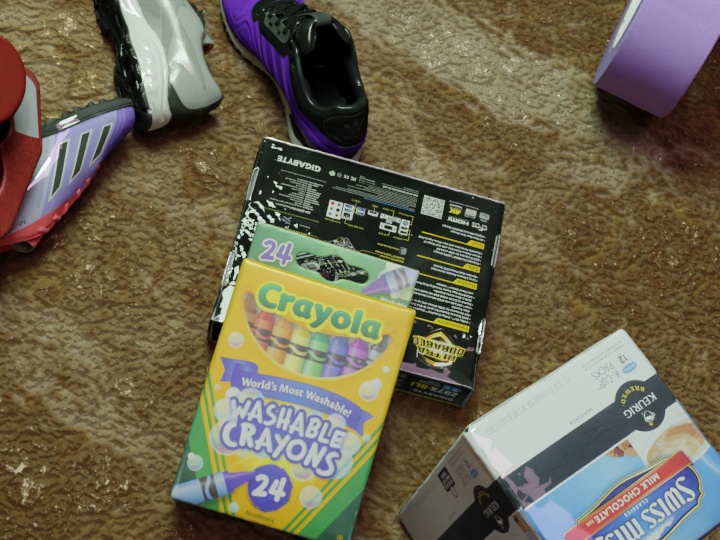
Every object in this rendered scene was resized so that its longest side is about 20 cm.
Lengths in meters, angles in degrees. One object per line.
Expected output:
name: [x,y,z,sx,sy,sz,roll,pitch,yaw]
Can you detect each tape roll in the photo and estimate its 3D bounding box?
tape roll: [0.262,-0.228,1.063,0.065,0.200,0.201,26,63,3]

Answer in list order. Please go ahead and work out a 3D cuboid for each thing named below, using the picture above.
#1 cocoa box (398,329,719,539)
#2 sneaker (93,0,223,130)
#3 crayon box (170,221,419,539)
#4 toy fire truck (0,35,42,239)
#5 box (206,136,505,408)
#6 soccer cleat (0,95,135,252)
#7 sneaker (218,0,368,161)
cocoa box: [0.130,0.155,0.854,0.133,0.200,0.132,-29,74,-22]
sneaker: [-0.164,-0.205,1.048,0.079,0.074,0.201,-9,73,-25]
crayon box: [-0.042,0.076,0.904,0.125,0.052,0.201,17,83,-3]
toy fire truck: [-0.304,-0.072,0.857,0.199,0.112,0.169,-6,98,-42]
box: [0.000,0.000,0.989,0.199,0.049,0.160,14,65,-4]
soccer cleat: [-0.240,-0.057,0.966,0.200,0.068,0.073,-36,93,-24]
sneaker: [-0.045,-0.181,1.036,0.069,0.100,0.201,-23,71,-22]
